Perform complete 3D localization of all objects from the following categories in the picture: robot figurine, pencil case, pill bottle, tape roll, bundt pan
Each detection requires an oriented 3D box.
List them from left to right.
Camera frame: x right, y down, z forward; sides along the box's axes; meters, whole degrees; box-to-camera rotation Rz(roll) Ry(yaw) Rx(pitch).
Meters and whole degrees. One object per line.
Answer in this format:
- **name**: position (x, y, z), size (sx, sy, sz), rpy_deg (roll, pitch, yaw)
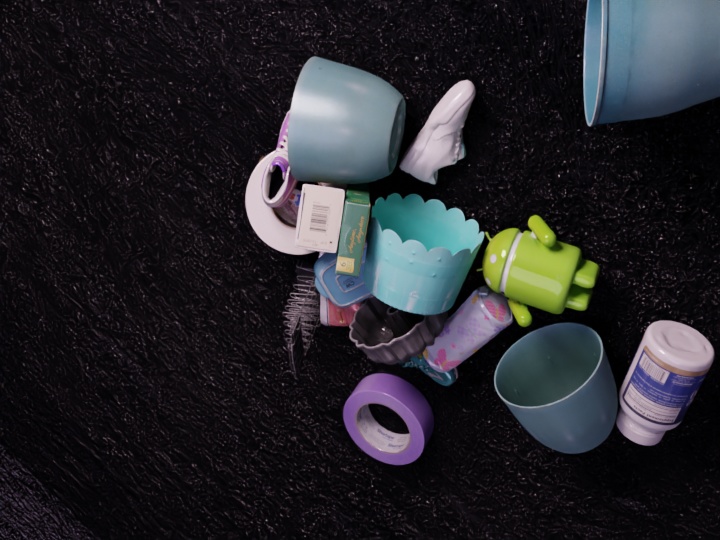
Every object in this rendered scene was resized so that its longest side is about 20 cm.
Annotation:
- **tape roll**: position (-0.116, -0.132, 1.301), size (0.198, 0.037, 0.208), rpy_deg (0, 95, -2)
- **tape roll**: position (0.062, 0.331, 1.531), size (0.197, 0.066, 0.204), rpy_deg (15, 125, 23)
- **bundt pan**: position (0.079, 0.099, 1.304), size (0.199, 0.203, 0.076), rpy_deg (-14, 122, 35)
- **pencil case**: position (0.198, 0.112, 1.309), size (0.091, 0.083, 0.200), rpy_deg (50, 130, 6)
- **robot figurine**: position (0.295, 0.000, 1.162), size (0.197, 0.116, 0.179), rpy_deg (20, 122, 19)
- **pill bottle**: position (0.503, 0.195, 1.162), size (0.109, 0.111, 0.203), rpy_deg (21, 126, 17)

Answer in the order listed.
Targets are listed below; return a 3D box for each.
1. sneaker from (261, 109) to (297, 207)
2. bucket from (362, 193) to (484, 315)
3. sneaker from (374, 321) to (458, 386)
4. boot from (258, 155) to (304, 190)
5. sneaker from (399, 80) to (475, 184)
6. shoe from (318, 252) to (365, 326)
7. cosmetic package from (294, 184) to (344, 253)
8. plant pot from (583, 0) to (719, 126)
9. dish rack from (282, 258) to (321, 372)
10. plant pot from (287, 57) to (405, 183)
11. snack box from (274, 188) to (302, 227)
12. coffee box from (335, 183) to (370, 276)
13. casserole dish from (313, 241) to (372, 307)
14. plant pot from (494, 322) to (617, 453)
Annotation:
- **sneaker**: position (-0.123, -0.207, 1.220), size (0.071, 0.114, 0.204), rpy_deg (18, 92, -2)
- **bucket**: position (0.100, -0.030, 1.199), size (0.204, 0.207, 0.137), rpy_deg (24, 120, 15)
- **sneaker**: position (0.107, 0.173, 1.400), size (0.198, 0.080, 0.078), rpy_deg (36, 130, 6)
- **boot**: position (-0.146, -0.129, 1.377), size (0.074, 0.074, 0.204), rpy_deg (-1, 116, 19)
- **sneaker**: position (0.148, -0.225, 1.153), size (0.088, 0.076, 0.200), rpy_deg (32, 136, -7)
- **shoe**: position (-0.035, 0.025, 1.406), size (0.089, 0.072, 0.204), rpy_deg (6, 117, 11)
- **cosmetic package**: position (-0.069, -0.090, 1.188), size (0.069, 0.200, 0.108), rpy_deg (8, 93, -4)
- **plant pot**: position (0.394, -0.294, 0.891), size (0.184, 0.201, 0.204), rpy_deg (0, 119, 12)
- **dish rack**: position (-0.121, 0.098, 1.402), size (0.053, 0.202, 0.155), rpy_deg (8, 138, 11)
- **plant pot**: position (-0.014, -0.236, 1.146), size (0.158, 0.202, 0.204), rpy_deg (12, 124, 10)
- **snack box**: position (-0.113, -0.115, 1.334), size (0.196, 0.024, 0.073), rpy_deg (21, 96, -4)
- **coffee box**: position (-0.013, -0.078, 1.187), size (0.043, 0.200, 0.126), rpy_deg (9, 106, -3)
- **casserole dish**: position (0.000, 0.000, 1.333), size (0.197, 0.039, 0.122), rpy_deg (-28, 110, 13)
- **plant pot**: position (0.359, 0.220, 1.216), size (0.198, 0.202, 0.162), rpy_deg (-16, 120, 36)
